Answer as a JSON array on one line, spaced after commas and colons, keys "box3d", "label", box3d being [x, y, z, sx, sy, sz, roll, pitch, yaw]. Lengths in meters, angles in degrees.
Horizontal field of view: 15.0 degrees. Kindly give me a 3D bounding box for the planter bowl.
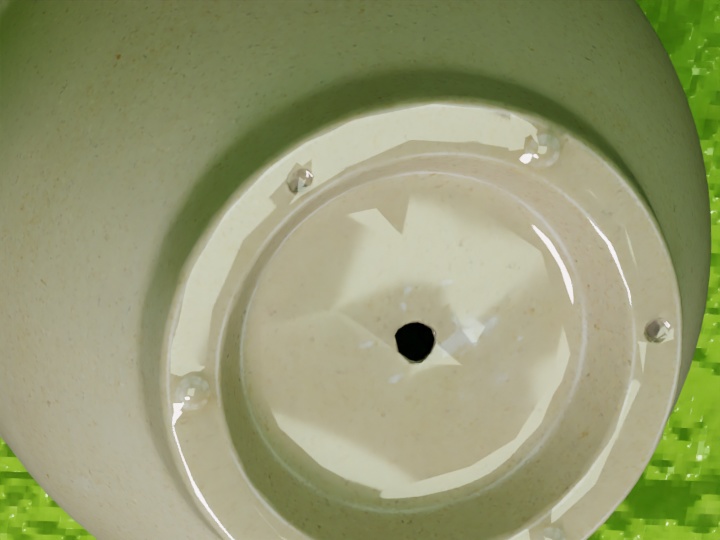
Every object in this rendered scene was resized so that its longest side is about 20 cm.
[{"box3d": [0.000, 0.000, 0.650, 0.199, 0.135, 0.201, -4, 108, -13], "label": "planter bowl"}]
